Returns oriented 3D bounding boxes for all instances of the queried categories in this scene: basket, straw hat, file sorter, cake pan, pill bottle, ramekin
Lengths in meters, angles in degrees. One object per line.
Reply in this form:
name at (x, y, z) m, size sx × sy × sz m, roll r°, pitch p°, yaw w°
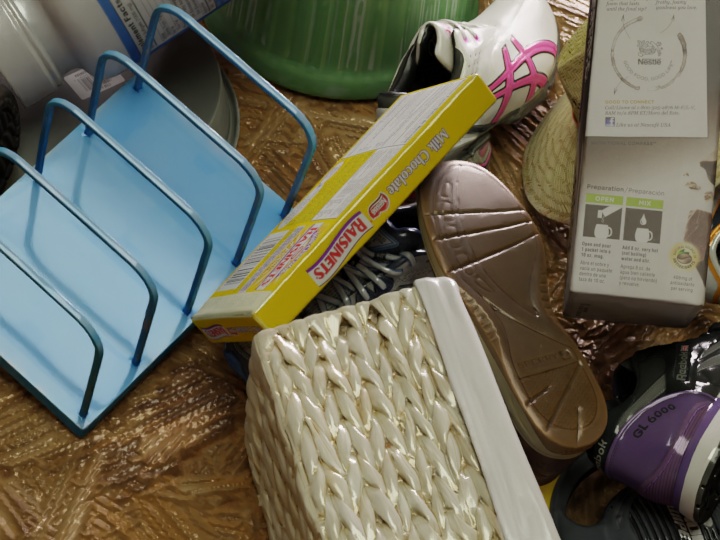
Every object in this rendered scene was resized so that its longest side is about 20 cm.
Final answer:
basket at (0.017, 0.126, 1.227) m, size 0.122 × 0.136 × 0.201 m, roll -11°, pitch 53°, yaw -14°
straw hat at (0.176, -0.125, 1.423) m, size 0.200 × 0.085 × 0.202 m, roll -22°, pitch 36°, yaw 17°
file sorter at (-0.141, -0.036, 1.312) m, size 0.139 × 0.123 × 0.200 m, roll 40°, pitch 63°, yaw 8°
cake pan at (-0.175, -0.112, 1.455) m, size 0.198 × 0.037 × 0.201 m, roll 5°, pitch 50°, yaw -6°
pill bottle at (-0.147, -0.190, 1.397) m, size 0.199 × 0.112 × 0.113 m, roll -33°, pitch 59°, yaw -3°
ramekin at (-0.010, -0.221, 1.529) m, size 0.198 × 0.098 × 0.201 m, roll 5°, pitch 50°, yaw -6°

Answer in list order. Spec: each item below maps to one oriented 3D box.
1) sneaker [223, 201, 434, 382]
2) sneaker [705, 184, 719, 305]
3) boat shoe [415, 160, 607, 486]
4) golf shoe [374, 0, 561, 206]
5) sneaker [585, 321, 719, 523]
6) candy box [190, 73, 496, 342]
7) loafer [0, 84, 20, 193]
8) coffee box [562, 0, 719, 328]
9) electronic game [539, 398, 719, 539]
sneaker at (0.000, 0.000, 1.358) m, size 0.199 × 0.086 × 0.077 m, roll -30°, pitch 61°, yaw -28°
sneaker at (0.240, -0.054, 1.447) m, size 0.079 × 0.079 × 0.200 m, roll 26°, pitch 59°, yaw 17°
boat shoe at (0.076, 0.031, 1.301) m, size 0.072 × 0.072 × 0.201 m, roll -12°, pitch 61°, yaw -27°
golf shoe at (0.073, -0.132, 1.466) m, size 0.072 × 0.093 × 0.200 m, roll 6°, pitch 43°, yaw 30°
sneaker at (0.197, 0.058, 1.315) m, size 0.087 × 0.076 × 0.200 m, roll 21°, pitch 38°, yaw 20°
candy box at (-0.010, -0.036, 1.315) m, size 0.200 × 0.102 × 0.026 m, roll -47°, pitch 108°, yaw -19°
loafer at (-0.279, -0.041, 1.340) m, size 0.071 × 0.073 × 0.200 m, roll 27°, pitch 64°, yaw 21°
coffee box at (0.166, -0.075, 1.311) m, size 0.079 × 0.113 × 0.202 m, roll 5°, pitch 83°, yaw 4°
electronic game at (0.175, 0.153, 1.282) m, size 0.198 × 0.042 × 0.201 m, roll 6°, pitch 46°, yaw -6°
